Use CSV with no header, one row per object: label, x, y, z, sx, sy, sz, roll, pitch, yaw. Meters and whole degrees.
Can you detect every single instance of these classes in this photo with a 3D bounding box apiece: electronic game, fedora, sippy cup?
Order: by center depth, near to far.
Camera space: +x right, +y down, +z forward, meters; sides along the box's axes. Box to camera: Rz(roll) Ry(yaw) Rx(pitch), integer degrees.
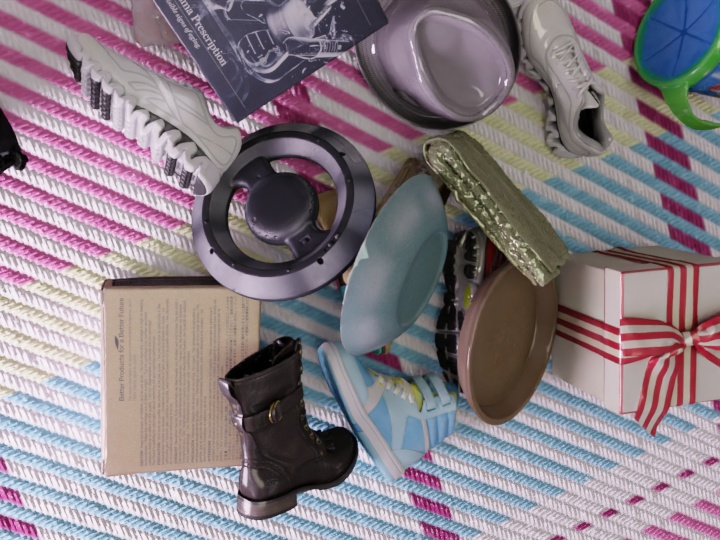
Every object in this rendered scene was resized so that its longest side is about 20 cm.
electronic game,-0.081,-0.064,0.891,0.199,0.042,0.201,-5,69,13
fedora,0.093,-0.234,0.919,0.177,0.090,0.200,-36,117,8
sippy cup,0.422,-0.266,1.021,0.130,0.140,0.178,13,119,-28

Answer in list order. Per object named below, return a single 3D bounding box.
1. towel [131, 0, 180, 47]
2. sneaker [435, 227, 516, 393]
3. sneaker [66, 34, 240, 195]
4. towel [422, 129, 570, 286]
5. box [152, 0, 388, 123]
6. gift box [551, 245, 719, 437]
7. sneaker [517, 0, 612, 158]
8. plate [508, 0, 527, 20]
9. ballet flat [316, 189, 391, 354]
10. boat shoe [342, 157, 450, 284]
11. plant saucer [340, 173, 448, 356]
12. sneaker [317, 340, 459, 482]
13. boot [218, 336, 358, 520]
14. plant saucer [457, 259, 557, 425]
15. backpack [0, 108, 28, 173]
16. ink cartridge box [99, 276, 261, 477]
towel,-0.137,-0.328,0.857,0.190,0.032,0.200,-6,120,-17
sneaker,0.145,0.050,1.012,0.085,0.077,0.201,0,103,-31
sneaker,-0.208,-0.168,0.868,0.200,0.075,0.081,43,69,-9
towel,0.153,-0.074,0.941,0.036,0.148,0.200,-42,86,23
box,-0.105,-0.282,0.814,0.182,0.104,0.200,-34,126,0
gift box,0.346,0.076,1.013,0.184,0.187,0.201,-10,100,-14
sneaker,0.241,-0.222,0.986,0.075,0.081,0.200,-27,110,-8
plate,0.122,-0.357,0.964,0.200,0.032,0.200,-21,104,-12
ballet flat,0.000,0.000,0.965,0.063,0.069,0.200,-34,108,-23
boat shoe,0.031,-0.051,0.933,0.063,0.073,0.200,29,50,16
plant saucer,0.048,0.002,0.877,0.039,0.201,0.201,24,91,21
sneaker,0.039,0.135,0.984,0.130,0.080,0.200,-31,120,-8
boot,-0.068,0.153,0.913,0.200,0.069,0.175,-23,116,-53
plant saucer,0.169,0.078,0.988,0.200,0.029,0.201,-18,114,-48
backpack,-0.433,-0.105,0.765,0.200,0.178,0.151,-31,102,1
ink cartridge box,-0.192,0.109,0.918,0.164,0.075,0.201,0,99,-15
